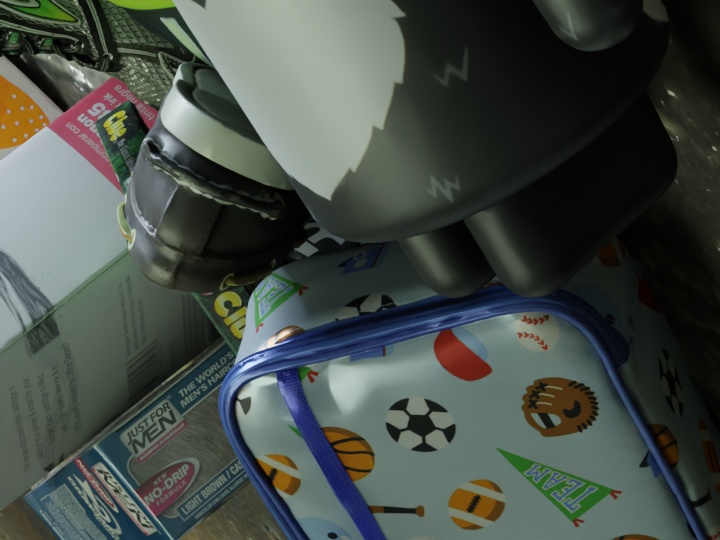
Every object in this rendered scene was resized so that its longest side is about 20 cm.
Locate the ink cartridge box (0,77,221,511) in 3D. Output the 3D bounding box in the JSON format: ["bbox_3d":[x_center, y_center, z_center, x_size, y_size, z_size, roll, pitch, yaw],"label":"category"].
[{"bbox_3d":[-0.157,0.025,1.154,0.083,0.200,0.147,43,157,20],"label":"ink cartridge box"}]

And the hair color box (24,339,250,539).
[{"bbox_3d":[-0.094,0.092,1.217,0.061,0.100,0.200,51,160,-1],"label":"hair color box"}]

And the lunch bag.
[{"bbox_3d":[0.046,0.077,0.883,0.160,0.076,0.200,-15,123,19],"label":"lunch bag"}]

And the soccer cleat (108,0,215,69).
[{"bbox_3d":[-0.022,-0.088,0.895,0.200,0.068,0.081,31,176,33],"label":"soccer cleat"}]

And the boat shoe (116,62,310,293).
[{"bbox_3d":[-0.048,-0.033,0.895,0.072,0.061,0.201,27,-173,2],"label":"boat shoe"}]

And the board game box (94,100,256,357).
[{"bbox_3d":[-0.045,0.025,1.053,0.200,0.023,0.105,57,-178,-25],"label":"board game box"}]

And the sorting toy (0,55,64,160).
[{"bbox_3d":[-0.279,-0.064,1.269,0.200,0.180,0.107,29,165,44],"label":"sorting toy"}]

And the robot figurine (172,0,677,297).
[{"bbox_3d":[0.009,-0.087,0.720,0.150,0.125,0.200,-24,110,24],"label":"robot figurine"}]

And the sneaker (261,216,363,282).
[{"bbox_3d":[0.000,0.000,0.967,0.112,0.073,0.200,40,157,30],"label":"sneaker"}]

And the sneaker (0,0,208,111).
[{"bbox_3d":[-0.144,-0.109,1.018,0.200,0.085,0.078,28,156,-8],"label":"sneaker"}]
